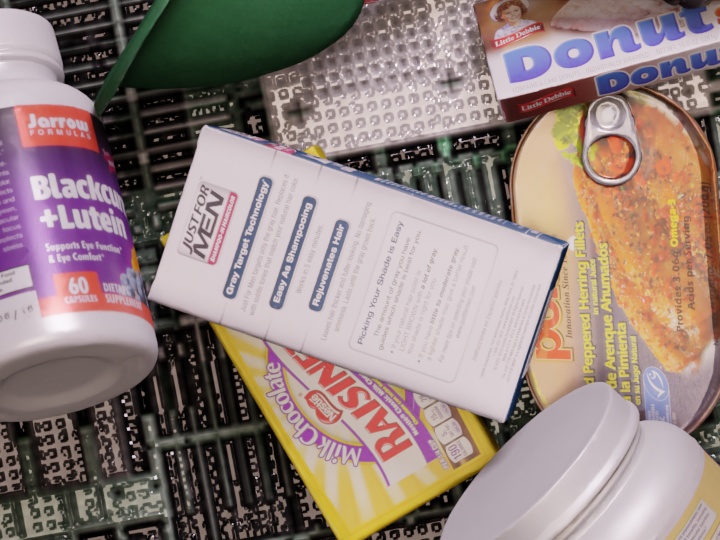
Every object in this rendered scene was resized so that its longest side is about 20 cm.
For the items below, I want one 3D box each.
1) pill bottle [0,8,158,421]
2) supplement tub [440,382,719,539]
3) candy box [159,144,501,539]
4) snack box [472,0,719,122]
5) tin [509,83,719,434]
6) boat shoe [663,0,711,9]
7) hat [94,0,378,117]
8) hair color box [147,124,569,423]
[{"bbox_3d":[-0.180,-0.032,1.399,0.111,0.111,0.200,-17,70,4],"label":"pill bottle"},{"bbox_3d":[0.153,0.170,1.371,0.145,0.145,0.200,-44,100,4],"label":"supplement tub"},{"bbox_3d":[-0.016,0.042,1.452,0.102,0.026,0.200,-31,89,8],"label":"candy box"},{"bbox_3d":[0.164,-0.136,1.417,0.200,0.024,0.072,-15,54,4],"label":"snack box"},{"bbox_3d":[0.138,-0.001,1.435,0.112,0.042,0.200,-4,92,0],"label":"tin"},{"bbox_3d":[0.172,-0.167,1.379,0.200,0.072,0.065,-11,113,11],"label":"boat shoe"},{"bbox_3d":[-0.016,-0.123,1.387,0.176,0.166,0.200,31,107,-7],"label":"hat"},{"bbox_3d":[0.000,0.000,1.403,0.200,0.061,0.100,19,95,6],"label":"hair color box"}]
